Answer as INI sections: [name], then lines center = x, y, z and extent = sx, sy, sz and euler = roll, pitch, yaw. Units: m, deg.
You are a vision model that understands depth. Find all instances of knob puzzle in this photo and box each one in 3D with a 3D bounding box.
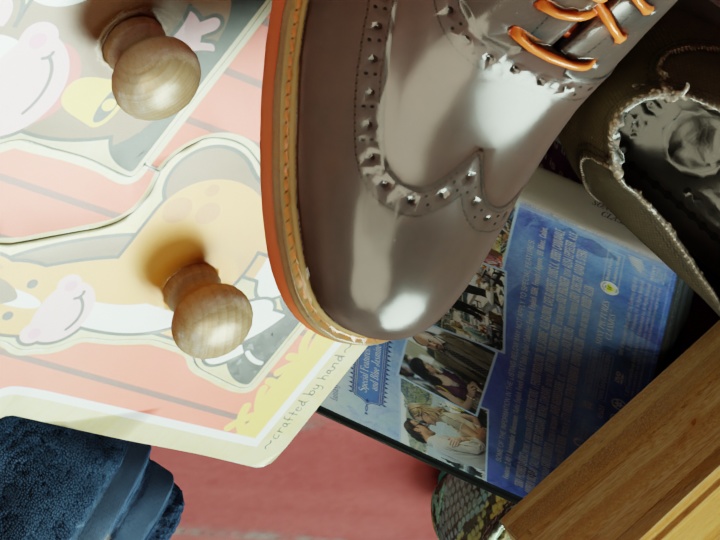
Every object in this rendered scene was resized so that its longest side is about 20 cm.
[knob puzzle]
center = -0.038, -0.031, 0.656
extent = 0.219, 0.030, 0.220
euler = -19, 139, -17

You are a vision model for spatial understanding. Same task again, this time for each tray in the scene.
[tray]
center = 0.135, 0.033, 0.845
extent = 0.200, 0.037, 0.099
euler = -42, 153, -6

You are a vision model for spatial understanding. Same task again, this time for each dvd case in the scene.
[dvd case]
center = 0.000, 0.000, 0.866
extent = 0.200, 0.018, 0.143
euler = 24, 145, 14

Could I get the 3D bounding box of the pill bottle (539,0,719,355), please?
[pill bottle]
center = 0.101, -0.048, 0.848
extent = 0.112, 0.113, 0.200
euler = -3, 141, -11

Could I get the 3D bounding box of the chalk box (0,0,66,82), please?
[chalk box]
center = -0.046, -0.103, 0.698
extent = 0.124, 0.125, 0.200
euler = -46, 141, 15

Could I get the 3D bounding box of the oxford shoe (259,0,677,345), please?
[oxford shoe]
center = 0.037, -0.069, 0.609
extent = 0.071, 0.073, 0.200
euler = 8, 108, -38

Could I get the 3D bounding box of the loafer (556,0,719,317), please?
[loafer]
center = 0.127, 0.007, 0.747
extent = 0.200, 0.071, 0.073
euler = 34, 111, -8

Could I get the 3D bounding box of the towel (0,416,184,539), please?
[towel]
center = -0.151, 0.045, 0.793
extent = 0.200, 0.112, 0.049
euler = 36, 163, -10

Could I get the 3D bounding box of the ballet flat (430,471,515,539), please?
[ballet flat]
center = 0.113, 0.063, 1.022
extent = 0.200, 0.074, 0.074
euler = -36, 135, 27
